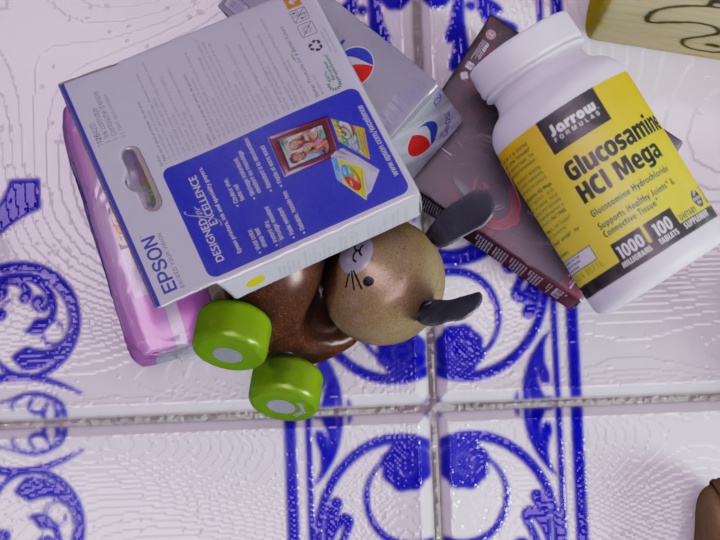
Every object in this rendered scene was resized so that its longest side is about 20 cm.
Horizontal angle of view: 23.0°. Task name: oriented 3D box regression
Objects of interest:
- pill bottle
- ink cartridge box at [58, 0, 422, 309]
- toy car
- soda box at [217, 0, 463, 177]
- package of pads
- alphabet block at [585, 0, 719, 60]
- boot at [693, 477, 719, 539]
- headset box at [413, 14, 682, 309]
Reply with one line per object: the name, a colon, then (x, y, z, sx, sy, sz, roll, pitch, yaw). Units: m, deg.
pill bottle: (0.166, -0.079, 1.273, 0.112, 0.112, 0.201, -32, 85, -3)
ink cartridge box: (-0.085, -0.084, 1.245, 0.198, 0.047, 0.199, -24, 65, -6)
toy car: (0.000, 0.000, 1.275, 0.198, 0.158, 0.166, -8, 56, 27)
soda box: (-0.016, -0.157, 1.338, 0.064, 0.068, 0.200, -48, 61, -1)
package of pads: (-0.166, -0.030, 1.338, 0.075, 0.120, 0.202, -17, 85, -12)
alphabet block: (0.289, -0.272, 1.329, 0.197, 0.195, 0.199, 9, 83, 1)
boot: (0.210, 0.264, 1.343, 0.198, 0.066, 0.177, -13, 85, 0)
headset box: (0.141, -0.076, 1.367, 0.199, 0.075, 0.149, 34, 85, 3)
